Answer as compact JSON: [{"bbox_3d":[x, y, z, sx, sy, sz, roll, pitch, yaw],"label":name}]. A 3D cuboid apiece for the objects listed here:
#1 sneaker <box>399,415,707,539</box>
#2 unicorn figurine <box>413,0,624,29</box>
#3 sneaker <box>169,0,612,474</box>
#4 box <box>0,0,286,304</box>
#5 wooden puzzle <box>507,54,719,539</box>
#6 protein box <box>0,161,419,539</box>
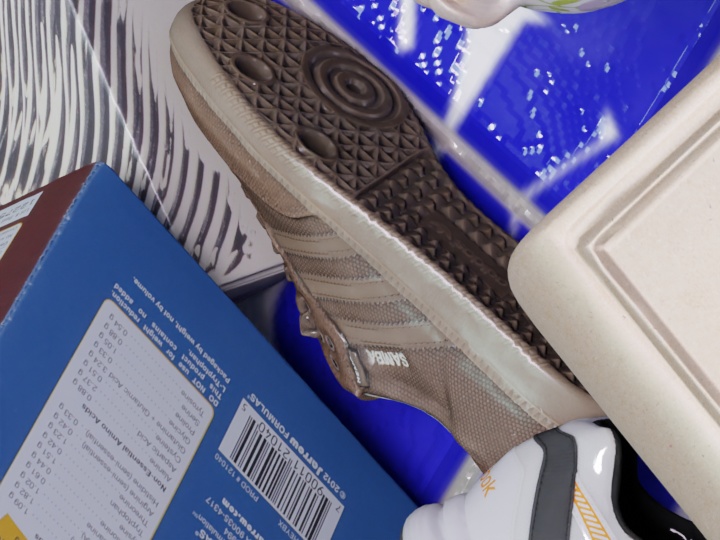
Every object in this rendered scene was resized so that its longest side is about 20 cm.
[{"bbox_3d":[0.101,0.128,0.871,0.080,0.074,0.200,-41,91,12],"label":"sneaker"},{"bbox_3d":[0.096,-0.109,0.784,0.199,0.074,0.138,-16,79,4],"label":"unicorn figurine"},{"bbox_3d":[0.000,0.000,0.942,0.200,0.070,0.076,46,126,20],"label":"sneaker"},{"bbox_3d":[-0.095,-0.075,0.997,0.082,0.068,0.201,-30,84,40],"label":"box"},{"bbox_3d":[0.162,0.006,0.818,0.200,0.037,0.185,-44,73,20],"label":"wooden puzzle"},{"bbox_3d":[-0.097,0.118,0.920,0.134,0.201,0.199,-22,119,40],"label":"protein box"}]
